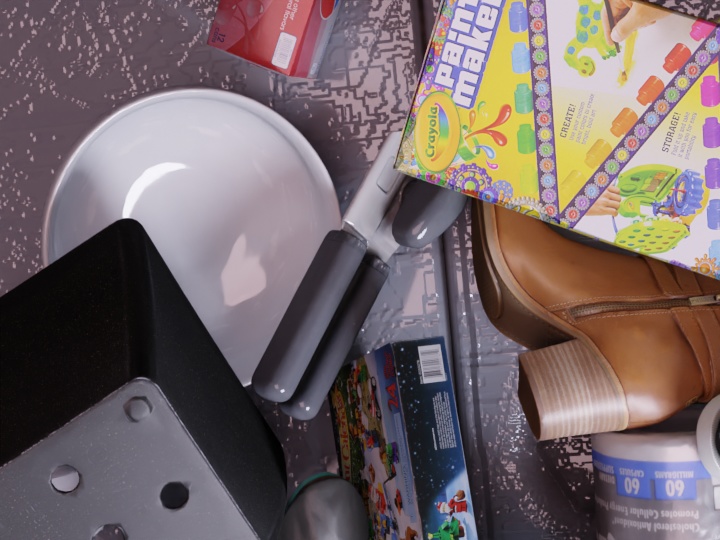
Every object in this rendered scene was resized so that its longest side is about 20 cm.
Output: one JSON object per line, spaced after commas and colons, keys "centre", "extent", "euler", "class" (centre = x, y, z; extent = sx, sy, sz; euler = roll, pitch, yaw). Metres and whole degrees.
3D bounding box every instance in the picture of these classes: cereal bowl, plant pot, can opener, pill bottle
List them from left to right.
{"centre": [-0.155, 0.119, 0.857], "extent": [0.198, 0.177, 0.201], "euler": [-33, 110, -5], "class": "plant pot"}
{"centre": [-0.113, -0.025, 0.968], "extent": [0.197, 0.083, 0.203], "euler": [-4, 105, -14], "class": "cereal bowl"}
{"centre": [0.000, 0.000, 0.929], "extent": [0.066, 0.053, 0.201], "euler": [18, 73, 49], "class": "can opener"}
{"centre": [0.204, 0.192, 0.912], "extent": [0.112, 0.114, 0.203], "euler": [-4, 95, 14], "class": "pill bottle"}

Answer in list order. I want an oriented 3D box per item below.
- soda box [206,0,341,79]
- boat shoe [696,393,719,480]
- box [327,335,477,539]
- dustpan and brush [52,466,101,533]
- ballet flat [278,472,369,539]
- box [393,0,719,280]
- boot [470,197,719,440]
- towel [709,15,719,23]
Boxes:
{"centre": [-0.033, -0.229, 0.950], "extent": [0.063, 0.070, 0.202], "euler": [22, 101, 12], "class": "soda box"}
{"centre": [0.289, 0.078, 0.854], "extent": [0.198, 0.060, 0.077], "euler": [-24, 100, -24], "class": "boat shoe"}
{"centre": [0.028, 0.153, 0.922], "extent": [0.037, 0.136, 0.203], "euler": [-5, 79, -20], "class": "box"}
{"centre": [-0.185, 0.122, 1.030], "extent": [0.198, 0.057, 0.141], "euler": [-17, 91, 15], "class": "dustpan and brush"}
{"centre": [-0.027, 0.224, 0.929], "extent": [0.067, 0.069, 0.202], "euler": [-2, 124, -24], "class": "ballet flat"}
{"centre": [0.138, -0.093, 0.826], "extent": [0.190, 0.200, 0.124], "euler": [19, 102, 8], "class": "box"}
{"centre": [0.157, 0.005, 0.921], "extent": [0.153, 0.077, 0.202], "euler": [-13, 52, -7], "class": "boot"}
{"centre": [0.297, -0.081, 0.907], "extent": [0.142, 0.023, 0.202], "euler": [-22, 90, 16], "class": "towel"}
